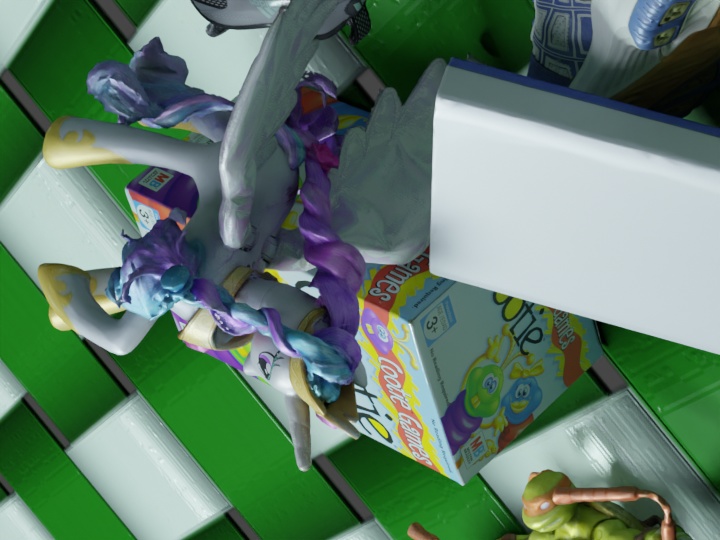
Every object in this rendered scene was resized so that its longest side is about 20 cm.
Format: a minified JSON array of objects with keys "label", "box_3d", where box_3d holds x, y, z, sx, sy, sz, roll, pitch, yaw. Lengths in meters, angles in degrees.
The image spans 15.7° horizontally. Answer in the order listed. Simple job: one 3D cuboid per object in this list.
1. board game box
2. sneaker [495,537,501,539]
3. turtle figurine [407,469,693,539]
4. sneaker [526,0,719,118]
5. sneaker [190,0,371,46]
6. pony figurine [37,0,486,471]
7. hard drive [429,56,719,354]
[{"label":"board game box","box_3d":[0.000,0.000,1.234,0.199,0.103,0.105,24,144,42]},{"label":"sneaker","box_3d":[0.066,0.226,1.436,0.089,0.078,0.201,38,139,19]},{"label":"turtle figurine","box_3d":[0.121,0.152,1.288,0.161,0.064,0.199,50,146,-17]},{"label":"sneaker","box_3d":[0.099,-0.110,0.999,0.089,0.075,0.200,61,155,16]},{"label":"sneaker","box_3d":[-0.074,-0.163,1.165,0.200,0.078,0.140,37,150,25]},{"label":"pony figurine","box_3d":[-0.045,-0.031,1.111,0.199,0.194,0.166,20,177,40]},{"label":"hard drive","box_3d":[0.125,-0.013,1.008,0.199,0.025,0.132,16,151,9]}]
